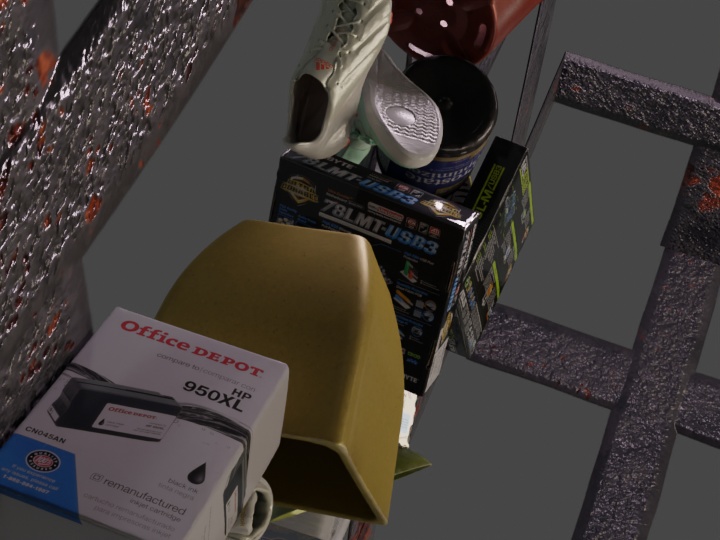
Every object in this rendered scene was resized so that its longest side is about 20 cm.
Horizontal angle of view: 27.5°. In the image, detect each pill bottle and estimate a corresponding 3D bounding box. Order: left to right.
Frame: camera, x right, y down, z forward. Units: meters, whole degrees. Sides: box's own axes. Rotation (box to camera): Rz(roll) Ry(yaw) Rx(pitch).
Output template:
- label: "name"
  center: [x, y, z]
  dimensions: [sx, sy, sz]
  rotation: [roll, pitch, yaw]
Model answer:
- label: "pill bottle"
  center: [0.076, -0.142, 1.575]
  dimensions: [0.200, 0.111, 0.112]
  rotation: [109, 3, -72]

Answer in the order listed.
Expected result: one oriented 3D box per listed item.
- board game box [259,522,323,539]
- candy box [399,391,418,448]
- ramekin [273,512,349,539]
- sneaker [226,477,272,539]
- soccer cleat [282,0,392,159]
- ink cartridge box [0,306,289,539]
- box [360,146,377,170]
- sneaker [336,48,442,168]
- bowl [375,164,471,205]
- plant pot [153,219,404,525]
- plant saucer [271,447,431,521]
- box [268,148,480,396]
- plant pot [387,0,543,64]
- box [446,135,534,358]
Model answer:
- label: "board game box"
  center: [-0.120, 0.291, 1.313]
  dimensions: [0.043, 0.199, 0.200]
  rotation: [-65, 168, -47]
- label: "candy box"
  center: [0.015, 0.108, 1.762]
  dimensions: [0.136, 0.061, 0.202]
  rotation: [-7, -112, 54]
- label: "ramekin"
  center: [-0.062, 0.277, 1.866]
  dimensions: [0.200, 0.104, 0.202]
  rotation: [19, 90, -80]
- label: "sneaker"
  center: [-0.141, 0.175, 1.144]
  dimensions: [0.200, 0.115, 0.074]
  rotation: [17, 79, -65]
- label: "soccer cleat"
  center: [-0.022, -0.199, 1.349]
  dimensions: [0.077, 0.069, 0.201]
  rotation: [-6, 113, -60]
- label: "ink cartridge box"
  center: [-0.152, 0.130, 1.013]
  dimensions: [0.200, 0.144, 0.085]
  rotation: [-59, 164, -51]
- label: "box"
  center: [-0.019, -0.064, 1.667]
  dimensions: [0.039, 0.041, 0.201]
  rotation: [-41, 147, -70]
- label: "sneaker"
  center: [0.017, -0.128, 1.436]
  dimensions: [0.201, 0.073, 0.119]
  rotation: [-118, -143, -48]
- label: "bowl"
  center: [0.045, -0.077, 1.743]
  dimensions: [0.200, 0.094, 0.202]
  rotation: [22, -65, 60]
- label: "plant pot"
  center: [-0.062, 0.074, 1.235]
  dimensions: [0.195, 0.194, 0.201]
  rotation: [67, 35, -60]
- label: "plant saucer"
  center: [-0.016, 0.241, 1.683]
  dimensions: [0.200, 0.199, 0.031]
  rotation: [40, 30, -79]
- label: "box"
  center: [0.000, 0.000, 1.434]
  dimensions: [0.050, 0.199, 0.200]
  rotation: [-46, 153, -56]
- label: "plant pot"
  center: [0.118, -0.328, 1.555]
  dimensions: [0.196, 0.200, 0.201]
  rotation: [-53, 161, -37]
- label: "box"
  center: [0.136, -0.021, 1.650]
  dimensions: [0.200, 0.047, 0.194]
  rotation: [67, 45, -67]
